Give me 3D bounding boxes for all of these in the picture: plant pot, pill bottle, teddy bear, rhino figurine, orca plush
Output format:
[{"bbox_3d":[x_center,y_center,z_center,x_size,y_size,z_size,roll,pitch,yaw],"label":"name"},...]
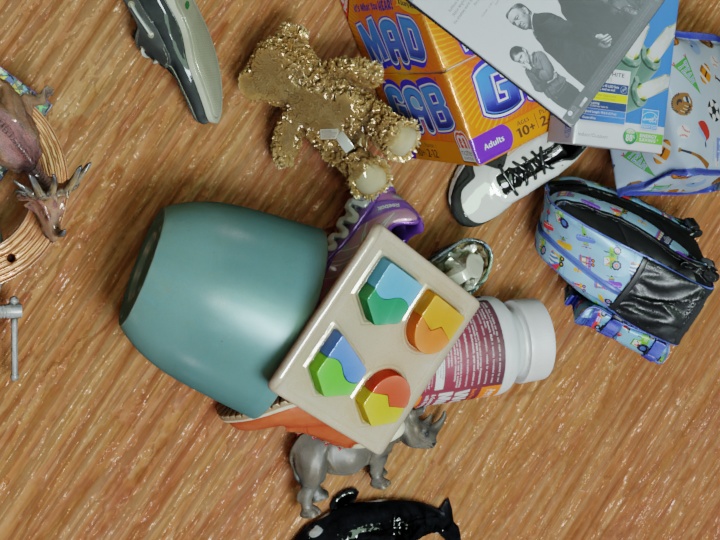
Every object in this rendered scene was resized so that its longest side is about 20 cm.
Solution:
[{"bbox_3d":[-0.145,0.024,1.466,0.159,0.200,0.203,22,89,-15],"label":"plant pot"},{"bbox_3d":[0.106,0.086,1.611,0.197,0.109,0.111,-6,99,-20],"label":"pill bottle"},{"bbox_3d":[-0.031,-0.163,1.530,0.198,0.067,0.147,22,107,1],"label":"teddy bear"},{"bbox_3d":[0.010,0.191,1.614,0.198,0.060,0.089,-20,106,-20],"label":"rhino figurine"},{"bbox_3d":[0.026,0.301,1.626,0.197,0.071,0.107,8,94,-22],"label":"orca plush"}]

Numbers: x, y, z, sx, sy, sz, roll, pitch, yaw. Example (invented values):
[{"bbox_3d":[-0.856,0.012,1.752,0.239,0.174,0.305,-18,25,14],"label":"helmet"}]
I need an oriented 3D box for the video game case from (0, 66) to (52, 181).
[{"bbox_3d":[-0.426,-0.143,1.413,0.199,0.036,0.182,35,84,-22],"label":"video game case"}]

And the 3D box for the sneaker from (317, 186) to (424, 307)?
[{"bbox_3d":[0.000,0.000,1.559,0.088,0.080,0.202,29,85,20],"label":"sneaker"}]

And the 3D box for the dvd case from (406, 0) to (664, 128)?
[{"bbox_3d":[0.163,-0.254,1.382,0.199,0.025,0.151,37,94,-3],"label":"dvd case"}]

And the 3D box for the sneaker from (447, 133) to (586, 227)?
[{"bbox_3d":[0.180,-0.121,1.632,0.200,0.080,0.074,-41,109,-11],"label":"sneaker"}]

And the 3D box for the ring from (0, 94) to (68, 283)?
[{"bbox_3d":[-0.376,-0.082,1.401,0.198,0.019,0.204,0,89,-24],"label":"ring"}]

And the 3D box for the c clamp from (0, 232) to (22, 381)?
[{"bbox_3d":[-0.416,0.019,1.410,0.197,0.027,0.174,4,99,-22],"label":"c clamp"}]

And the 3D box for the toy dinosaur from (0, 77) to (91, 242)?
[{"bbox_3d":[-0.314,-0.119,1.339,0.085,0.136,0.200,-35,152,5],"label":"toy dinosaur"}]

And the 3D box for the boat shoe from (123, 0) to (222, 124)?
[{"bbox_3d":[-0.193,-0.238,1.488,0.067,0.072,0.202,-15,113,18],"label":"boat shoe"}]

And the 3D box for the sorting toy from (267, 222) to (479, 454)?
[{"bbox_3d":[0.021,0.073,1.431,0.200,0.036,0.186,36,88,-47],"label":"sorting toy"}]

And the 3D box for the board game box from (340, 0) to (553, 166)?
[{"bbox_3d":[0.127,-0.244,1.530,0.198,0.200,0.202,-28,106,-16],"label":"board game box"}]

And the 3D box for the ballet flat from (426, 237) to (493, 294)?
[{"bbox_3d":[0.077,0.019,1.531,0.200,0.074,0.075,-43,114,-47],"label":"ballet flat"}]

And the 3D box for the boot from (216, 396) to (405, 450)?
[{"bbox_3d":[-0.051,0.151,1.545,0.197,0.075,0.108,-11,125,21],"label":"boot"}]

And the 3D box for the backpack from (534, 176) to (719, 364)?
[{"bbox_3d":[0.275,-0.012,1.634,0.198,0.183,0.136,25,111,-5],"label":"backpack"}]

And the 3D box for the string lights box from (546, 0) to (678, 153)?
[{"bbox_3d":[0.248,-0.220,1.440,0.101,0.059,0.203,4,95,-20],"label":"string lights box"}]

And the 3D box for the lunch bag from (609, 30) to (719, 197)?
[{"bbox_3d":[0.369,-0.174,1.659,0.198,0.123,0.173,-1,81,-47],"label":"lunch bag"}]
